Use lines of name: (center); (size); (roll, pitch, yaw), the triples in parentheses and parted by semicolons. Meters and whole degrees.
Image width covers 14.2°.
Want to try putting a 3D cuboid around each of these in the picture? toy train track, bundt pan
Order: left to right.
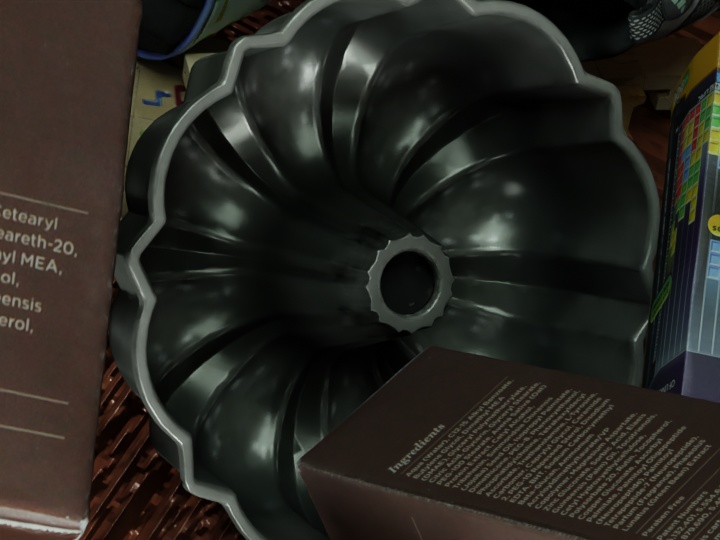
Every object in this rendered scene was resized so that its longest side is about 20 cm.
bundt pan: (0.000, 0.000, 0.980); (0.201, 0.076, 0.203); (-4, 98, -27)
toy train track: (0.033, -0.065, 1.076); (0.199, 0.033, 0.115); (-2, 42, -15)

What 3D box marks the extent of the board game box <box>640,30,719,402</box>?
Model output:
board game box: (0.196, 0.024, 0.963); (0.199, 0.057, 0.166); (12, 66, -8)

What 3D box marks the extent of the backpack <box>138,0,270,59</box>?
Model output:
backpack: (-0.075, -0.194, 1.072); (0.147, 0.183, 0.200); (-28, 60, -34)

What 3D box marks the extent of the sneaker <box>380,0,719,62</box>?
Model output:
sneaker: (0.045, -0.124, 1.052); (0.200, 0.078, 0.140); (17, 40, 42)

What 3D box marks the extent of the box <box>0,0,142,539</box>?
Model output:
box: (-0.173, -0.015, 0.868); (0.164, 0.166, 0.201); (13, 71, -23)

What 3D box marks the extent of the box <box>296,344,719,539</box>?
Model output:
box: (0.082, 0.094, 0.870); (0.200, 0.100, 0.075); (10, 41, 46)

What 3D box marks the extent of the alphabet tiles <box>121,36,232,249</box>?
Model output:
alphabet tiles: (-0.115, -0.070, 1.057); (0.199, 0.008, 0.167); (12, 34, -8)
